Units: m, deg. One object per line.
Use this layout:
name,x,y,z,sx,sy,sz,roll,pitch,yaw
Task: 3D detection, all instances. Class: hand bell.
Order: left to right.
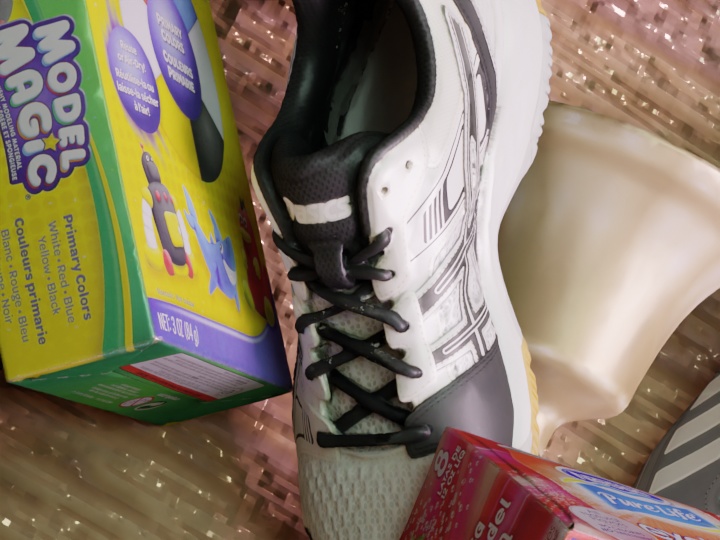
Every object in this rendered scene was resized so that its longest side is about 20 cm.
hand bell,0.039,0.061,0.867,0.104,0.104,0.200,27,76,-16

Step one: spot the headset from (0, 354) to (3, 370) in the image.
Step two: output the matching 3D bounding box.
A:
headset,-0.124,0.020,0.765,0.124,0.094,0.200,-43,125,-56

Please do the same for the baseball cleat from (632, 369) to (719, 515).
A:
baseball cleat,0.137,0.038,0.897,0.070,0.106,0.200,29,57,0

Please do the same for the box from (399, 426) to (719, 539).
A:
box,0.041,0.155,0.767,0.100,0.095,0.200,19,96,-20

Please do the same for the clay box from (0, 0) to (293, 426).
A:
clay box,-0.075,-0.063,0.822,0.048,0.115,0.200,-15,78,14

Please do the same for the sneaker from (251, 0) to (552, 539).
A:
sneaker,0.000,0.000,0.818,0.088,0.076,0.200,21,67,-55
